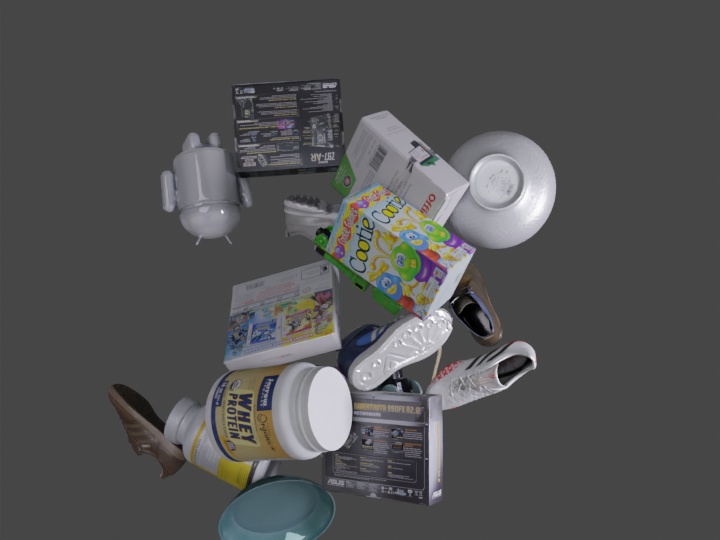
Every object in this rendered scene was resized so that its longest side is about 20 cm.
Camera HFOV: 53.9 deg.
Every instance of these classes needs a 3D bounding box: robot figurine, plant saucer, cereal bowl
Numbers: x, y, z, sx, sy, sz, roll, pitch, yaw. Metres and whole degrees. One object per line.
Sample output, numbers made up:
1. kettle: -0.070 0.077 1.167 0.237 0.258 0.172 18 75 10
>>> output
1. robot figurine: -0.277 -0.145 1.286 0.167 0.113 0.203 -5 81 -23
2. plant saucer: -0.141 0.405 1.191 0.198 0.201 0.036 -31 39 7
3. cereal bowl: 0.230 -0.142 1.193 0.197 0.083 0.204 -1 84 12

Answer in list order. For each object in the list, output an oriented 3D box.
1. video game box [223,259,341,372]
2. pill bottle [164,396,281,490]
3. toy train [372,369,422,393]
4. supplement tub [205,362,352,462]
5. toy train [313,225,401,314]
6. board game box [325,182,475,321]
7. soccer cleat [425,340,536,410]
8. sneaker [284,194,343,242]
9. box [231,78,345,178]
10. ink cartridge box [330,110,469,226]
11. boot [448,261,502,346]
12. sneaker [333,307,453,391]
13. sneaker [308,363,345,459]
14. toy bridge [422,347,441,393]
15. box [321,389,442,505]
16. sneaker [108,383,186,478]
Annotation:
1. video game box: -0.130 0.077 1.217 0.197 0.047 0.184 -15 40 11
2. pill bottle: -0.237 0.300 1.235 0.198 0.112 0.113 23 90 14
3. toy train: 0.054 0.268 1.183 0.113 0.085 0.203 -20 79 40
4. supplement tub: -0.126 0.220 1.098 0.197 0.144 0.147 -11 82 30
5. toy train: 0.000 0.000 1.201 0.199 0.057 0.042 38 50 9
6. board game box: 0.060 -0.033 1.114 0.199 0.103 0.106 35 127 18
7. soccer cleat: 0.196 0.175 1.158 0.198 0.085 0.069 -25 97 3
8. sneaker: -0.044 -0.074 1.263 0.197 0.075 0.083 17 115 12
9. box: -0.128 -0.256 1.276 0.196 0.044 0.163 -5 84 -3
10. ink cartridge box: 0.064 -0.145 1.191 0.200 0.084 0.147 44 130 15
11. boot: 0.175 0.034 1.180 0.074 0.097 0.202 -33 79 7
12. sneaker: 0.046 0.107 1.184 0.199 0.147 0.081 -35 112 -2
13. sneaker: -0.038 0.254 1.219 0.087 0.081 0.203 -12 84 -3
14. toy bridge: 0.105 0.129 1.221 0.066 0.027 0.203 -16 83 10
15. box: 0.031 0.271 1.111 0.197 0.048 0.161 -3 84 31
16. sneaker: -0.401 0.294 1.292 0.199 0.070 0.076 40 94 13
